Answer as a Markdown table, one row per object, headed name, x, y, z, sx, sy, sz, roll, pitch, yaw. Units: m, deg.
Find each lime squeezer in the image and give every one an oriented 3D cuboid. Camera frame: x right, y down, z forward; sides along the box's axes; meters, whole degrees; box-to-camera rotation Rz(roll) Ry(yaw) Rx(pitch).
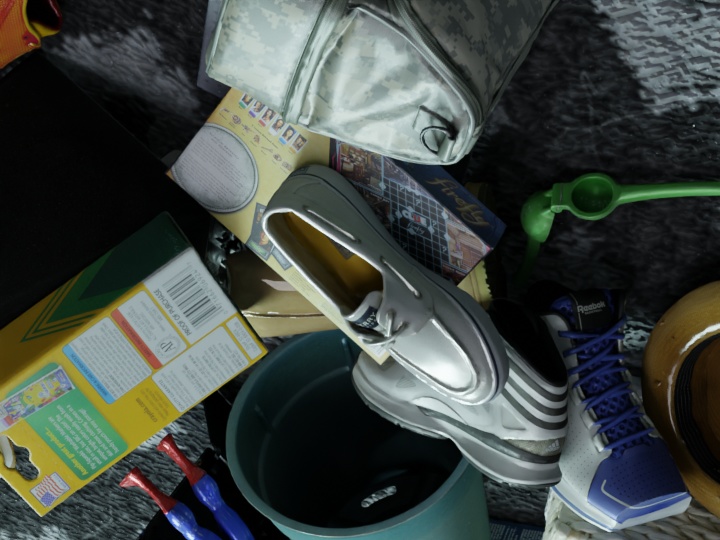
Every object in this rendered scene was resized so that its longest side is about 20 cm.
| name | x | y | z | sx | sy | sz | roll | pitch | yaw |
| --- | --- | --- | --- | --- | --- | --- | --- | --- | --- |
| lime squeezer | 0.156 | -0.035 | 1.321 | 0.071 | 0.038 | 0.200 | 44 | 137 | -20 |

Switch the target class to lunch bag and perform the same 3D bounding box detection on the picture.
| name | x | y | z | sx | sy | sz | roll | pitch | yaw |
| --- | --- | --- | --- | --- | --- | --- | --- | --- | --- |
| lunch bag | 0.028 | -0.168 | 1.125 | 0.167 | 0.200 | 0.139 | 31 | 143 | 0 |

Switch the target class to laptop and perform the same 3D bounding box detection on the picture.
| name | x | y | z | sx | sy | sz | roll | pitch | yaw |
| --- | --- | --- | --- | --- | --- | --- | --- | --- | --- |
| laptop | -0.113 | 0.220 | 1.595 | 0.103 | 0.200 | 0.177 | 0 | 137 | 53 |

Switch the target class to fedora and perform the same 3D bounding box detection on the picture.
| name | x | y | z | sx | sy | sz | roll | pitch | yaw |
| --- | --- | --- | --- | --- | --- | --- | --- | --- | --- |
| fedora | 0.290 | 0.087 | 1.322 | 0.200 | 0.082 | 0.202 | 21 | 121 | 39 |

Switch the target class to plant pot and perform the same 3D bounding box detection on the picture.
| name | x | y | z | sx | sy | sz | roll | pitch | yaw |
| --- | --- | --- | --- | --- | --- | --- | --- | --- | --- |
| plant pot | 0.017 | 0.172 | 1.512 | 0.199 | 0.201 | 0.196 | 7 | 145 | 22 |
| plant pot | -0.247 | 0.000 | 1.415 | 0.200 | 0.177 | 0.200 | 40 | 145 | 21 |

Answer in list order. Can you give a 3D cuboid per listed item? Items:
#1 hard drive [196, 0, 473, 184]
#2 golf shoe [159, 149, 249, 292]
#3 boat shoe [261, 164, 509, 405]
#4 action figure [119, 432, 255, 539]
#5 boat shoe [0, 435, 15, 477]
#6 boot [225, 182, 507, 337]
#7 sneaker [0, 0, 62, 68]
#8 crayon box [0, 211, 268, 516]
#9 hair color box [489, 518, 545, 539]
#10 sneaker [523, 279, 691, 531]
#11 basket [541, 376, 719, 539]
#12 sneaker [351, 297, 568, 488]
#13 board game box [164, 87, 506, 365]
| name | x | y | z | sx | sy | sz | roll | pitch | yaw |
| --- | --- | --- | --- | --- | --- | --- | --- | --- | --- |
| hard drive | -0.008 | -0.142 | 1.289 | 0.199 | 0.042 | 0.135 | 21 | 140 | 5 |
| golf shoe | -0.126 | -0.017 | 1.477 | 0.094 | 0.078 | 0.200 | 36 | 140 | 16 |
| boat shoe | 0.013 | 0.020 | 1.245 | 0.200 | 0.070 | 0.071 | 48 | 126 | -6 |
| action figure | -0.102 | 0.223 | 1.500 | 0.200 | 0.065 | 0.099 | 45 | 158 | 3 |
| boat shoe | -0.304 | 0.069 | 1.319 | 0.071 | 0.069 | 0.201 | 9 | 124 | 54 |
| boot | 0.000 | 0.000 | 1.369 | 0.199 | 0.066 | 0.175 | 0 | 147 | 9 |
| sneaker | -0.260 | -0.171 | 1.374 | 0.077 | 0.073 | 0.200 | 27 | 143 | -13 |
| crayon box | -0.179 | 0.066 | 1.329 | 0.052 | 0.200 | 0.126 | 50 | 175 | 44 |
| hair color box | 0.110 | 0.266 | 1.649 | 0.199 | 0.061 | 0.100 | 7 | 137 | 22 |
| sneaker | 0.158 | 0.078 | 1.346 | 0.080 | 0.200 | 0.115 | -15 | 139 | -21 |
| basket | 0.232 | 0.214 | 1.453 | 0.197 | 0.161 | 0.200 | 19 | 141 | 7 |
| sneaker | 0.078 | 0.064 | 1.359 | 0.200 | 0.075 | 0.116 | 27 | 112 | 43 |
| board game box | -0.018 | -0.047 | 1.287 | 0.200 | 0.035 | 0.136 | 42 | 127 | -2 |
